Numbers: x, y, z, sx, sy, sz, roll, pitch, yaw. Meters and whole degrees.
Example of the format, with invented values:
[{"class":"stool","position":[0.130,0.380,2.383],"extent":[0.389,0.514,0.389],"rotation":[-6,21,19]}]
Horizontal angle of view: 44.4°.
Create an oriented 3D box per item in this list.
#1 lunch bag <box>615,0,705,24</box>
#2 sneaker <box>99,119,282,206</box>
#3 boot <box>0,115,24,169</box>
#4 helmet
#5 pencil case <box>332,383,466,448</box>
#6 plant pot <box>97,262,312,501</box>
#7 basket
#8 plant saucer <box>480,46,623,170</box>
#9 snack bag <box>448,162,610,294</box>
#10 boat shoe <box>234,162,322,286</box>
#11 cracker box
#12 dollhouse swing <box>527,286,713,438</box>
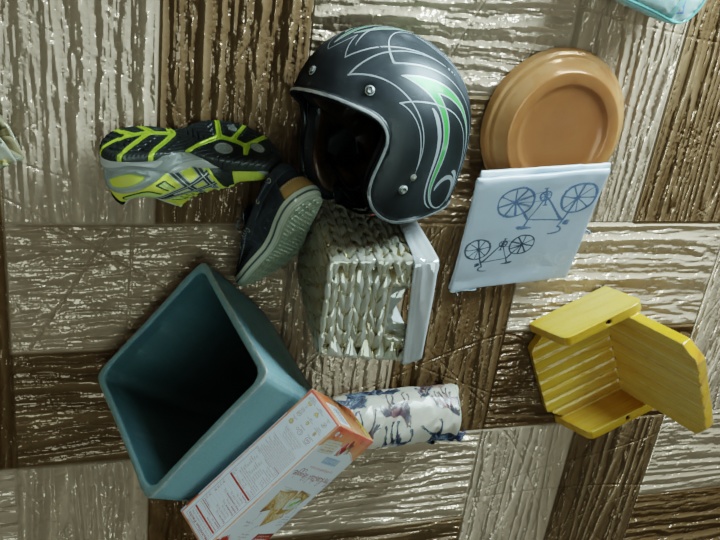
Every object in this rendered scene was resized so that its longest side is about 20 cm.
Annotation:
[{"class":"lunch bag","position":[0.356,-0.394,1.002],"extent":[0.158,0.077,0.202],"rotation":[16,111,-25]},{"class":"sneaker","position":[-0.185,-0.115,0.977],"extent":[0.196,0.076,0.077],"rotation":[0,132,-12]},{"class":"boot","position":[-0.417,-0.083,0.907],"extent":[0.152,0.072,0.203],"rotation":[-22,122,-10]},{"class":"helmet","position":[0.023,-0.163,0.947],"extent":[0.196,0.200,0.194],"rotation":[-8,111,-15]},{"class":"pencil case","position":[0.044,0.209,1.217],"extent":[0.196,0.078,0.091],"rotation":[-3,104,-18]},{"class":"plant pot","position":[-0.154,0.153,1.057],"extent":[0.196,0.196,0.199],"rotation":[-45,140,8]},{"class":"basket","position":[0.000,0.000,1.021],"extent":[0.121,0.201,0.138],"rotation":[1,117,-14]},{"class":"plant saucer","position":[0.246,-0.175,1.106],"extent":[0.196,0.038,0.203],"rotation":[-8,119,-14]},{"class":"snack bag","position":[0.216,-0.053,1.145],"extent":[0.185,0.022,0.202],"rotation":[-7,136,-15]},{"class":"boat shoe","position":[-0.103,-0.049,1.014],"extent":[0.074,0.063,0.201],"rotation":[-24,161,-36]},{"class":"cracker box","position":[-0.089,0.232,1.000],"extent":[0.200,0.058,0.134],"rotation":[-42,155,2]},{"class":"dollhouse swing","position":[0.364,0.162,1.246],"extent":[0.179,0.176,0.202],"rotation":[-24,123,-5]}]
